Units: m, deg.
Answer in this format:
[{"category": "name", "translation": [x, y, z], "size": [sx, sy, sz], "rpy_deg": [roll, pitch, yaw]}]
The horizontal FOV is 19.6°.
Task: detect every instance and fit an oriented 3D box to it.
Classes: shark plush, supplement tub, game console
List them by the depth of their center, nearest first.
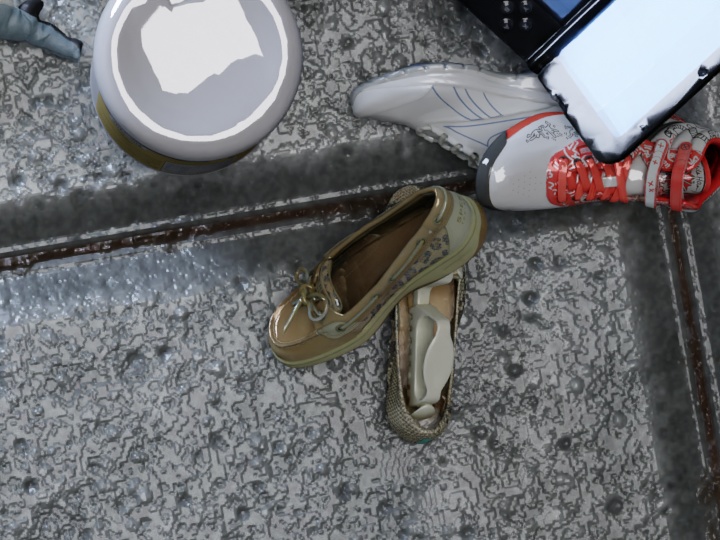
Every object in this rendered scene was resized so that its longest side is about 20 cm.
[{"category": "game console", "translation": [0.184, -0.213, 1.502], "size": [0.176, 0.116, 0.200], "rpy_deg": [40, 108, -22]}, {"category": "supplement tub", "translation": [-0.123, -0.144, 1.510], "size": [0.145, 0.200, 0.146], "rpy_deg": [0, 89, -8]}, {"category": "shark plush", "translation": [-0.313, -0.192, 1.572], "size": [0.200, 0.091, 0.083], "rpy_deg": [8, 107, -28]}]

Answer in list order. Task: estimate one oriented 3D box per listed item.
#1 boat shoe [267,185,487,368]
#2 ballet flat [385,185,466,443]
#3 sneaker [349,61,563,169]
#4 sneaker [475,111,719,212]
[{"category": "boat shoe", "translation": [0.000, 0.000, 1.555], "size": [0.200, 0.063, 0.073], "rpy_deg": [-38, 53, 20]}, {"category": "ballet flat", "translation": [0.053, 0.033, 1.592], "size": [0.068, 0.075, 0.200], "rpy_deg": [1, 87, -14]}, {"category": "sneaker", "translation": [0.090, -0.116, 1.607], "size": [0.200, 0.075, 0.087], "rpy_deg": [4, 92, -8]}, {"category": "sneaker", "translation": [0.190, -0.078, 1.561], "size": [0.201, 0.108, 0.067], "rpy_deg": [-16, 119, -38]}]
